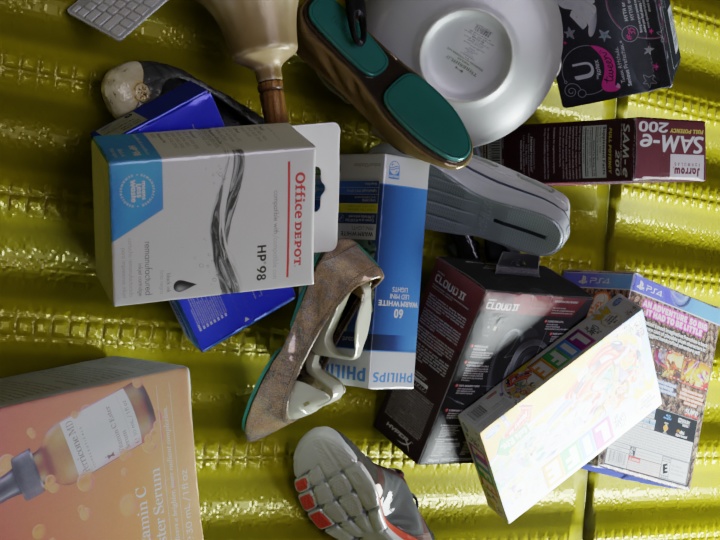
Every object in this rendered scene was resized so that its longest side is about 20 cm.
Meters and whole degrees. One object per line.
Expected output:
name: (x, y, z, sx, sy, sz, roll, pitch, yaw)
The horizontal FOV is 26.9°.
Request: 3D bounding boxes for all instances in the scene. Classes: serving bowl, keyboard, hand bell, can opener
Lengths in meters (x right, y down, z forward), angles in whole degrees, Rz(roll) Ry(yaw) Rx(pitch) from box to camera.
serving bowl: (0.089, -0.199, 1.343, 0.200, 0.066, 0.200, -2, 110, -6)
keyboard: (-0.149, -0.253, 1.213, 0.200, 0.056, 0.011, -48, 151, -29)
hand bell: (-0.071, -0.143, 1.224, 0.104, 0.104, 0.200, -8, 85, -41)
can opener: (0.106, -0.055, 1.452, 0.063, 0.079, 0.200, -22, 107, 2)

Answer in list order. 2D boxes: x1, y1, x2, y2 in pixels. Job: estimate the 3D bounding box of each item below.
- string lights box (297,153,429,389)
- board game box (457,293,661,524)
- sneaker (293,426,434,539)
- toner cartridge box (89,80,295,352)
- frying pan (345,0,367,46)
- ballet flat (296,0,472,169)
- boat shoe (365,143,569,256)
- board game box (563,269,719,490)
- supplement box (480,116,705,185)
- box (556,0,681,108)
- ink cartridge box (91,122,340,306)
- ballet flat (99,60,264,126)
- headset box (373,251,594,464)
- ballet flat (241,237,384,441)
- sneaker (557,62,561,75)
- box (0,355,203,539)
string lights box: (0.000, 0.000, 1.321, 0.059, 0.103, 0.200, 5, 88, -44)
board game box: (0.191, 0.130, 1.412, 0.200, 0.034, 0.135, -35, 133, -17)
sneaker: (0.006, 0.206, 1.374, 0.200, 0.077, 0.082, 59, 30, -27)
toner cartridge box: (-0.132, -0.042, 1.211, 0.095, 0.043, 0.200, -29, 120, -15)
frying pan: (-0.002, -0.288, 1.320, 0.115, 0.031, 0.190, -20, 85, -36)
ballet flat: (0.017, -0.154, 1.304, 0.200, 0.063, 0.069, 48, 53, 6)
boat shoe: (0.098, -0.072, 1.391, 0.200, 0.074, 0.067, 24, 37, 0)
board game box: (0.279, 0.115, 1.575, 0.159, 0.097, 0.200, 20, 79, -40)
supplement box: (0.218, -0.112, 1.443, 0.109, 0.200, 0.061, -3, 94, -41)
box: (0.238, -0.279, 1.485, 0.132, 0.115, 0.200, -52, 130, -65)
ink cartridge box: (-0.100, -0.047, 1.152, 0.200, 0.067, 0.116, -7, 113, -20)
ballet flat: (-0.125, -0.125, 1.235, 0.200, 0.057, 0.067, 20, 82, -40)
headset box: (0.118, 0.077, 1.400, 0.149, 0.077, 0.200, 3, 113, -41)
ballet flat: (-0.037, 0.071, 1.265, 0.068, 0.067, 0.200, -16, 133, -64)
sneaker: (0.107, -0.214, 1.413, 0.200, 0.090, 0.067, 14, 84, -40)
box: (-0.231, 0.157, 1.123, 0.200, 0.106, 0.153, -11, 99, -41)
